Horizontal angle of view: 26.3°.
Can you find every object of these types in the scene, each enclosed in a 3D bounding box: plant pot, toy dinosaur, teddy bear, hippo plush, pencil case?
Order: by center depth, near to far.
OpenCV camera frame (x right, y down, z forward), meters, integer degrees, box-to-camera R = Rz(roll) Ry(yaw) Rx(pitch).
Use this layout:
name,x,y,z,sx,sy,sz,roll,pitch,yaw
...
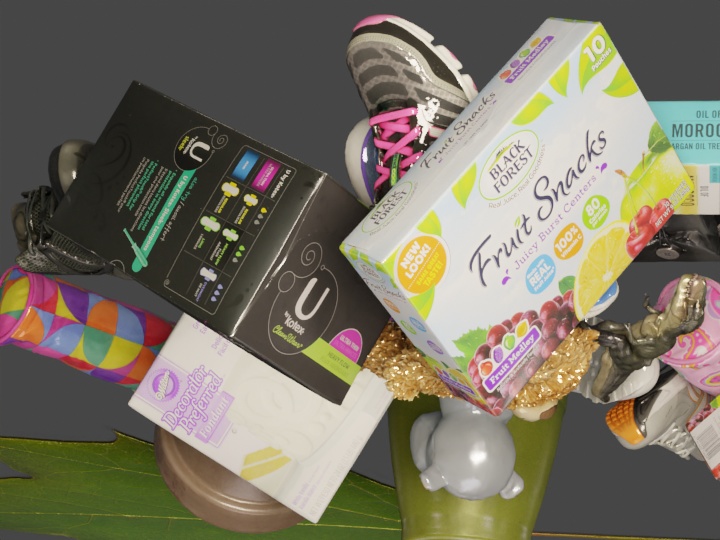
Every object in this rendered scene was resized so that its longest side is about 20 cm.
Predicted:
name,x,y,z,sx,sy,sz,roll,pitch,yaw
teddy bear,0.071,0.067,1.092,0.198,0.068,0.145,4,178,20
toy dinosaur,0.201,0.056,1.234,0.087,0.048,0.200,24,148,-6
hippo plush,0.118,0.118,1.358,0.158,0.163,0.200,1,-179,-22
pencil case,0.322,0.075,1.359,0.087,0.088,0.200,-7,157,31
pencil case,-0.264,0.061,1.488,0.088,0.089,0.199,-14,150,42
plant pot,-0.097,0.127,1.503,0.198,0.202,0.175,9,141,-7
plant pot,0.112,0.192,1.563,0.198,0.195,0.201,5,158,2

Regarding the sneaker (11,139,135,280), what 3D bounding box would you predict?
name,x,y,z,sx,sy,sz,roll,pitch,yaw
sneaker,-0.236,-0.042,1.222,0.113,0.077,0.200,-2,163,4

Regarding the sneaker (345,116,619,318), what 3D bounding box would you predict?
name,x,y,z,sx,sy,sz,roll,pitch,yaw
sneaker,0.096,-0.038,1.063,0.146,0.081,0.200,-2,138,52

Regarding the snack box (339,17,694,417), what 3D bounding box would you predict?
name,x,y,z,sx,sy,sz,roll,pitch,yaw
snack box,0.100,-0.034,0.937,0.142,0.200,0.053,51,164,-31

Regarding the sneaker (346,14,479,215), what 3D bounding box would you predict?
name,x,y,z,sx,sy,sz,roll,pitch,yaw
sneaker,0.037,-0.060,0.971,0.073,0.087,0.201,-6,115,43

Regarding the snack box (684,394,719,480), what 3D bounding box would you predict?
name,x,y,z,sx,sy,sz,roll,pitch,yaw
snack box,0.406,0.113,1.323,0.168,0.068,0.200,22,120,-42

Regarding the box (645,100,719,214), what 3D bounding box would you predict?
name,x,y,z,sx,sy,sz,roll,pitch,yaw
box,0.228,-0.075,1.048,0.198,0.050,0.082,1,158,14

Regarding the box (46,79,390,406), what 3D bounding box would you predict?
name,x,y,z,sx,sy,sz,roll,pitch,yaw
box,-0.085,-0.020,1.065,0.199,0.125,0.148,27,174,36

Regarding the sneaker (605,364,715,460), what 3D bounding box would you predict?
name,x,y,z,sx,sy,sz,roll,pitch,yaw
sneaker,0.292,0.137,1.406,0.075,0.093,0.200,-34,174,30

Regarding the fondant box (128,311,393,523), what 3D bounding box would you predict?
name,x,y,z,sx,sy,sz,roll,pitch,yaw
fondant box,-0.085,0.110,1.375,0.199,0.145,0.058,32,179,-2

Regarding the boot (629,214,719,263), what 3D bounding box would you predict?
name,x,y,z,sx,sy,sz,roll,pitch,yaw
boot,0.187,-0.020,1.193,0.198,0.066,0.165,-8,157,22

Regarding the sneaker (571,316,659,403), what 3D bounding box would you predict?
name,x,y,z,sx,sy,sz,roll,pitch,yaw
sneaker,0.230,0.081,1.395,0.080,0.077,0.200,4,179,-15

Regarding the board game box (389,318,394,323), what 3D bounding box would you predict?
name,x,y,z,sx,sy,sz,roll,pitch,yaw
board game box,0.000,0.000,1.215,0.134,0.045,0.199,32,163,-34
